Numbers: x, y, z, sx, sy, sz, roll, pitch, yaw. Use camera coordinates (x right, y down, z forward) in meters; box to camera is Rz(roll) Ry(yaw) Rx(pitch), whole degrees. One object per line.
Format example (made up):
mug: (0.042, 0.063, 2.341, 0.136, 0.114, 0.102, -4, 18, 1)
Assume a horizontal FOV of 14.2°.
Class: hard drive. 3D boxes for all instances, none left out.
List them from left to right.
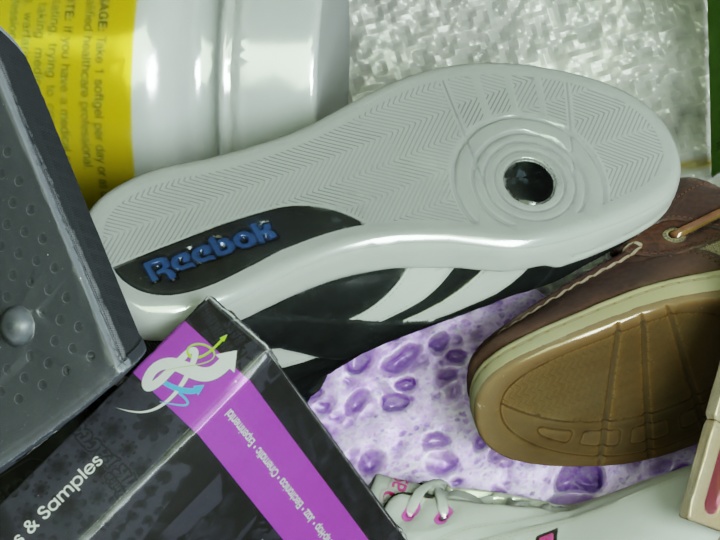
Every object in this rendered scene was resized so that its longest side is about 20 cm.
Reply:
hard drive: (-0.161, 0.020, 0.879, 0.199, 0.042, 0.136, -30, 76, 25)

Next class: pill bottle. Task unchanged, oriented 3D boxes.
pill bottle: (-0.107, -0.070, 0.977, 0.198, 0.114, 0.115, 3, 85, 6)

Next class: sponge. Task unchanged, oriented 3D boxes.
sponge: (0.025, 0.048, 1.024, 0.200, 0.030, 0.112, 37, 85, 1)

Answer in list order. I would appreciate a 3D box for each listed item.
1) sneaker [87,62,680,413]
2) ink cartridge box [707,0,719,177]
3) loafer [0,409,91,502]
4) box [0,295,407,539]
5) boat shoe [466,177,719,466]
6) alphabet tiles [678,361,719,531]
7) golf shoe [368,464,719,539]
sneaker: (0.000, 0.000, 0.935, 0.199, 0.112, 0.073, -12, 61, -16)
ink cartridge box: (0.094, -0.138, 0.982, 0.075, 0.148, 0.202, -1, 85, -3)
loafer: (-0.118, 0.038, 0.958, 0.075, 0.070, 0.201, -23, 111, 17)
box: (-0.084, 0.117, 0.883, 0.200, 0.143, 0.036, -46, 57, -9)
boat shoe: (0.119, 0.005, 1.005, 0.199, 0.072, 0.072, -23, 44, -14)
alphabet tiles: (0.193, 0.060, 0.983, 0.199, 0.008, 0.168, 20, 84, -36)
golf shoe: (0.039, 0.104, 0.967, 0.199, 0.073, 0.093, -26, 89, 1)
